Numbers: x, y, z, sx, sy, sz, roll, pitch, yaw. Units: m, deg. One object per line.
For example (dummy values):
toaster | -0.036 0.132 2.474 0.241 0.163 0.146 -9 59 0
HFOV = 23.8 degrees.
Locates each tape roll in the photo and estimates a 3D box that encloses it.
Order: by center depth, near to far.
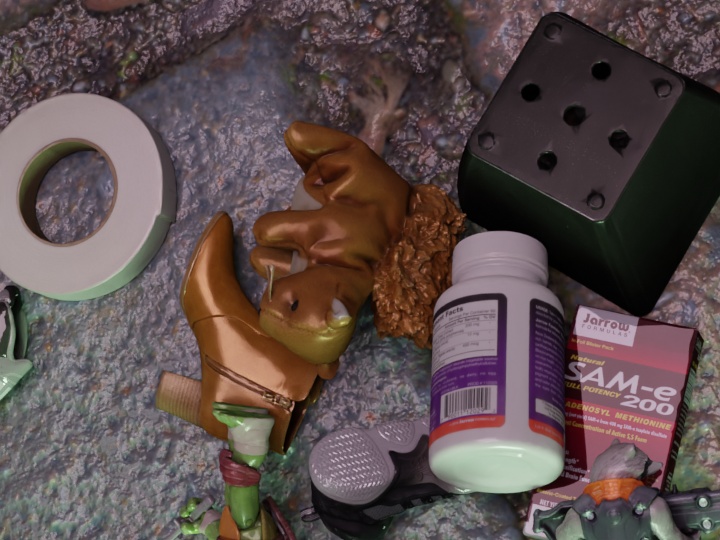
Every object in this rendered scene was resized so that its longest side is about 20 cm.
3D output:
tape roll | -0.275 -0.071 1.644 0.202 0.037 0.204 -4 77 17

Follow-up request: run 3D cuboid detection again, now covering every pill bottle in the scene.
pill bottle | 0.114 0.074 1.417 0.111 0.111 0.201 -5 61 16

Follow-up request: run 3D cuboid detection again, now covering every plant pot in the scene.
plant pot | 0.193 -0.107 1.434 0.200 0.177 0.200 31 88 21

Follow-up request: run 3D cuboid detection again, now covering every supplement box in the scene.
supplement box | 0.214 0.139 1.438 0.108 0.061 0.201 11 82 18

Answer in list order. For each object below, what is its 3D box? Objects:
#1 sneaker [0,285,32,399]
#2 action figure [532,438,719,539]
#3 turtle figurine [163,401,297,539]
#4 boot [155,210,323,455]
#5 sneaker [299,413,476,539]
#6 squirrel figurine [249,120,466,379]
sneaker | -0.387 0.038 1.644 0.115 0.075 0.200 -41 81 0
action figure | 0.237 0.224 1.333 0.199 0.105 0.194 -17 85 12
turtle figurine | -0.141 0.211 1.465 0.199 0.144 0.195 8 90 26
boot | -0.095 0.057 1.552 0.144 0.071 0.202 14 88 14
sneaker | 0.043 0.182 1.477 0.199 0.114 0.076 -3 55 -19
squirrel figurine | 0.000 0.000 1.473 0.199 0.142 0.187 14 48 -7
